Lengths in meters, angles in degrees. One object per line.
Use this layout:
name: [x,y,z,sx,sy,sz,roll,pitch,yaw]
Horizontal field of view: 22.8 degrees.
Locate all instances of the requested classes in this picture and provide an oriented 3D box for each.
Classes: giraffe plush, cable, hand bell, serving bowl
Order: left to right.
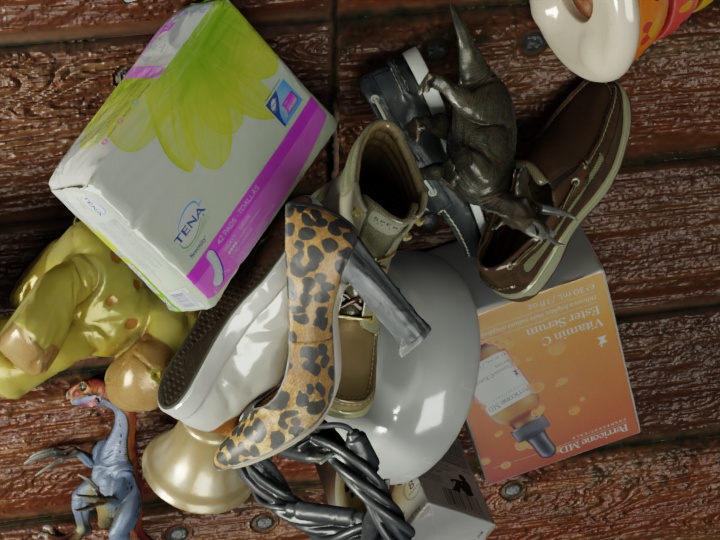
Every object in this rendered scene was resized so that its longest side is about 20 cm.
giraffe plush: [-0.194,0.045,1.441,0.162,0.172,0.200,36,80,-15]
hand bell: [-0.121,0.105,1.536,0.104,0.104,0.201,4,131,-17]
cable: [-0.031,0.174,1.477,0.163,0.200,0.051,50,61,-19]
serving bowl: [0.011,0.076,1.497,0.066,0.200,0.200,14,122,-38]

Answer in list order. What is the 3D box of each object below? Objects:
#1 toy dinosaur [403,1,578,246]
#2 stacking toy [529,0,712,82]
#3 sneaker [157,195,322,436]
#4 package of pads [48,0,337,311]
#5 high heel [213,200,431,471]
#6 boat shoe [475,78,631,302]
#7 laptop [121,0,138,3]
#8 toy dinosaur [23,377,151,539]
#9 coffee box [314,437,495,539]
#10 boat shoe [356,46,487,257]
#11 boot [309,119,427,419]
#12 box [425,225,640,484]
toy dinosaur: [0.089,-0.107,1.408,0.102,0.201,0.077,-2,162,-38]
stacking toy: [0.240,-0.243,1.394,0.199,0.146,0.147,-22,130,-19]
sneaker: [-0.074,0.038,1.392,0.084,0.073,0.201,32,94,-31]
package of pads: [-0.126,-0.091,1.360,0.155,0.068,0.200,46,64,-30]
high heel: [-0.065,0.049,1.336,0.200,0.071,0.143,-39,100,9]
boat shoe: [0.157,-0.074,1.464,0.075,0.074,0.203,32,82,-54]
laptop: [-0.101,-0.275,1.271,0.186,0.116,0.201,-15,128,-2]
toy dinosaur: [-0.231,0.178,1.620,0.200,0.105,0.182,-3,122,-60]
coffee box: [0.031,0.184,1.587,0.080,0.200,0.113,21,117,-31]
boat shoe: [0.055,-0.089,1.478,0.060,0.076,0.201,-23,116,2]
boot: [0.000,0.000,1.391,0.072,0.201,0.155,7,153,-21]
box: [0.149,0.067,1.590,0.152,0.107,0.201,-20,127,0]
